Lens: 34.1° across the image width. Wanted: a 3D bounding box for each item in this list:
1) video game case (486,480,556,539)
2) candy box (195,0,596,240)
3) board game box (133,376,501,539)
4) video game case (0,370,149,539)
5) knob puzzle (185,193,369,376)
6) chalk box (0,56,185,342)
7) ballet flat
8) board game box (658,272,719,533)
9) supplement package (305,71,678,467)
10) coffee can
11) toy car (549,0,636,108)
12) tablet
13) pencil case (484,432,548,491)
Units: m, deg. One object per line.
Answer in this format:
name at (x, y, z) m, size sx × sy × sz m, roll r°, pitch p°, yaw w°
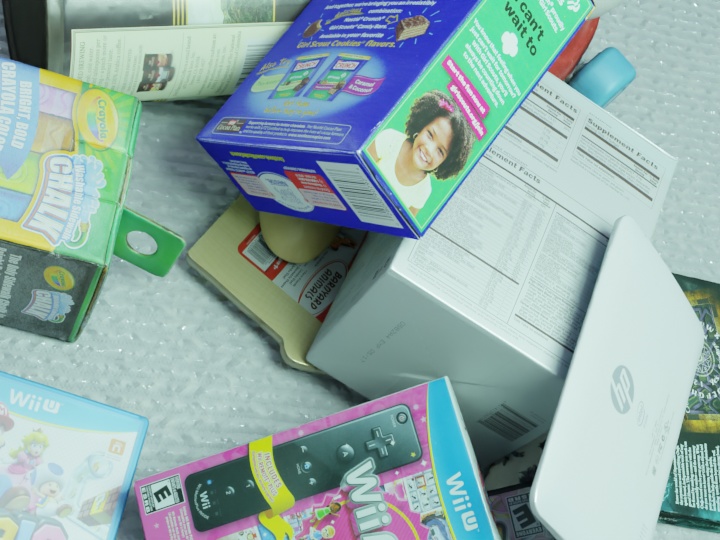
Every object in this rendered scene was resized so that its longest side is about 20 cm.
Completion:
video game case at (0.065, 0.231, 0.704) m, size 0.198 × 0.026 × 0.183 m, roll -14°, pitch 74°, yaw 6°
candy box at (0.020, -0.124, 0.731) m, size 0.201 × 0.168 × 0.077 m, roll -53°, pitch 126°, yaw -19°
board game box at (-0.019, 0.165, 0.691) m, size 0.198 × 0.064 × 0.149 m, roll -19°, pitch 72°, yaw 3°
video game case at (-0.218, 0.160, 0.689) m, size 0.142 × 0.018 × 0.202 m, roll 19°, pitch 60°, yaw -13°
knob puzzle at (0.000, 0.000, 0.852) m, size 0.217 × 0.030 × 0.222 m, roll 10°, pitch 62°, yaw -18°
chalk box at (-0.208, -0.044, 0.730) m, size 0.198 × 0.124 × 0.125 m, roll 15°, pitch 61°, yaw -18°
ballet flat at (-0.020, -0.099, 0.837) m, size 0.068 × 0.063 × 0.201 m, roll 23°, pitch 59°, yaw -7°
board game box at (0.255, 0.098, 0.912) m, size 0.134 × 0.028 × 0.202 m, roll 13°, pitch 62°, yaw -16°
supplement package at (0.088, -0.008, 0.783) m, size 0.150 × 0.152 × 0.201 m, roll 32°, pitch 58°, yaw -7°
coffee can at (-0.137, -0.191, 0.819) m, size 0.198 × 0.146 × 0.148 m, roll -8°, pitch 69°, yaw -26°
toy car at (0.148, -0.222, 0.921) m, size 0.176 × 0.200 × 0.185 m, roll -36°, pitch 82°, yaw -32°
tablet at (0.158, 0.082, 0.694) m, size 0.130 × 0.014 × 0.201 m, roll 48°, pitch 52°, yaw -35°
pencil case at (0.128, 0.154, 0.801) m, size 0.089 × 0.078 × 0.201 m, roll 23°, pitch 57°, yaw 10°
